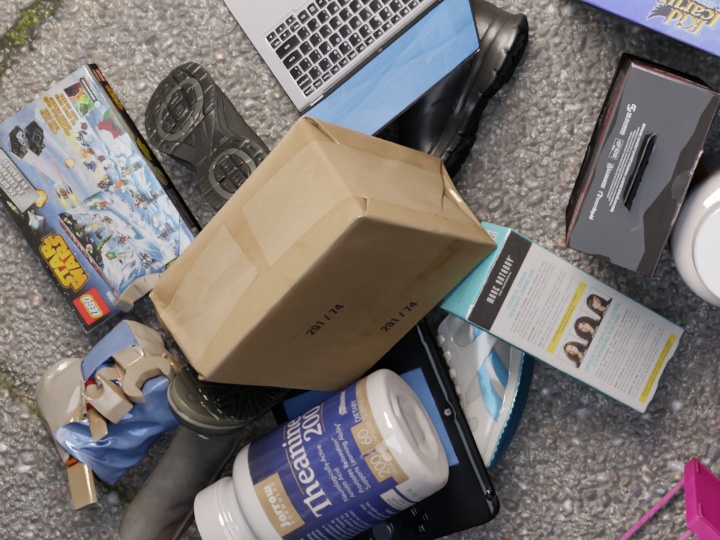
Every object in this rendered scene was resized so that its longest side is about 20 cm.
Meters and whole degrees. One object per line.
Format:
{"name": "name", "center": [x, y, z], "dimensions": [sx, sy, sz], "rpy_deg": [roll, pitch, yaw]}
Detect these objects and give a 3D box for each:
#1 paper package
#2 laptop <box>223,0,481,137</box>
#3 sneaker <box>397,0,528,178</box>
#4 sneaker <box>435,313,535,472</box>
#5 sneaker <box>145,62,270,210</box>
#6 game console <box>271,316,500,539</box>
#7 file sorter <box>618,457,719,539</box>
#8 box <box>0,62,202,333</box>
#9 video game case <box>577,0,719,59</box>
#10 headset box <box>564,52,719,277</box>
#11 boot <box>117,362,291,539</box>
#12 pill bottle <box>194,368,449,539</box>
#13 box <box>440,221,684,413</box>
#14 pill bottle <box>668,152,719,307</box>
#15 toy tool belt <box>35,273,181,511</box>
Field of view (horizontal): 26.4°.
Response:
{"name": "paper package", "center": [-0.028, -0.004, 1.210], "dimensions": [0.200, 0.190, 0.104], "rpy_deg": [-46, 58, 24]}
{"name": "laptop", "center": [-0.014, -0.204, 1.253], "dimensions": [0.187, 0.116, 0.201], "rpy_deg": [-37, 84, 20]}
{"name": "sneaker", "center": [0.064, -0.143, 1.307], "dimensions": [0.090, 0.076, 0.201], "rpy_deg": [31, 96, 12]}
{"name": "sneaker", "center": [0.108, 0.077, 1.336], "dimensions": [0.080, 0.076, 0.202], "rpy_deg": [9, 95, 16]}
{"name": "sneaker", "center": [-0.115, -0.097, 1.302], "dimensions": [0.076, 0.091, 0.200], "rpy_deg": [-41, 53, 9]}
{"name": "game console", "center": [0.014, 0.146, 1.343], "dimensions": [0.176, 0.031, 0.201], "rpy_deg": [-23, 89, 33]}
{"name": "file sorter", "center": [0.315, 0.290, 1.306], "dimensions": [0.200, 0.139, 0.126], "rpy_deg": [43, 106, -1]}
{"name": "box", "center": [-0.242, -0.064, 1.376], "dimensions": [0.136, 0.040, 0.201], "rpy_deg": [-31, 94, 12]}
{"name": "video game case", "center": [0.244, -0.205, 1.203], "dimensions": [0.199, 0.181, 0.046], "rpy_deg": [23, 103, 4]}
{"name": "headset box", "center": [0.220, -0.088, 1.218], "dimensions": [0.077, 0.200, 0.150], "rpy_deg": [19, 103, 5]}
{"name": "boot", "center": [-0.155, 0.164, 1.326], "dimensions": [0.200, 0.182, 0.073], "rpy_deg": [-46, 71, 20]}
{"name": "pill bottle", "center": [-0.036, 0.175, 1.277], "dimensions": [0.199, 0.111, 0.111], "rpy_deg": [-31, 94, 14]}
{"name": "box", "center": [0.170, 0.040, 1.274], "dimensions": [0.199, 0.049, 0.083], "rpy_deg": [28, 87, -25]}
{"name": "pill bottle", "center": [0.300, -0.030, 1.216], "dimensions": [0.110, 0.200, 0.112], "rpy_deg": [2, 100, 9]}
{"name": "toy tool belt", "center": [-0.196, 0.112, 1.351], "dimensions": [0.200, 0.123, 0.125], "rpy_deg": [-44, 130, 16]}
